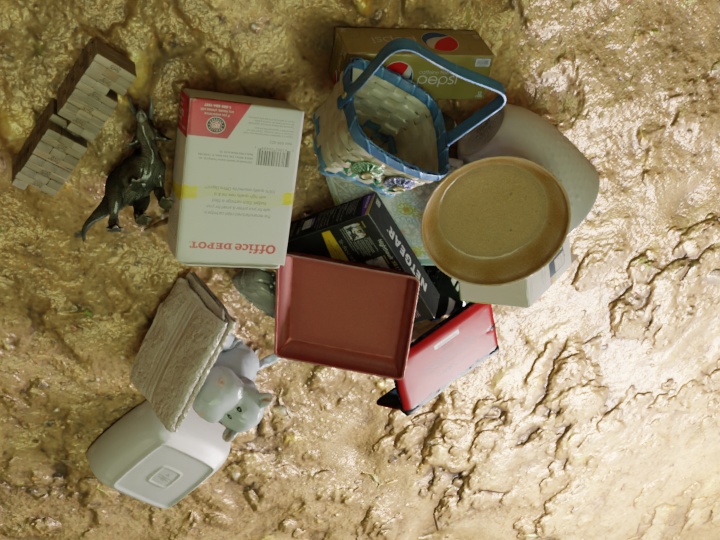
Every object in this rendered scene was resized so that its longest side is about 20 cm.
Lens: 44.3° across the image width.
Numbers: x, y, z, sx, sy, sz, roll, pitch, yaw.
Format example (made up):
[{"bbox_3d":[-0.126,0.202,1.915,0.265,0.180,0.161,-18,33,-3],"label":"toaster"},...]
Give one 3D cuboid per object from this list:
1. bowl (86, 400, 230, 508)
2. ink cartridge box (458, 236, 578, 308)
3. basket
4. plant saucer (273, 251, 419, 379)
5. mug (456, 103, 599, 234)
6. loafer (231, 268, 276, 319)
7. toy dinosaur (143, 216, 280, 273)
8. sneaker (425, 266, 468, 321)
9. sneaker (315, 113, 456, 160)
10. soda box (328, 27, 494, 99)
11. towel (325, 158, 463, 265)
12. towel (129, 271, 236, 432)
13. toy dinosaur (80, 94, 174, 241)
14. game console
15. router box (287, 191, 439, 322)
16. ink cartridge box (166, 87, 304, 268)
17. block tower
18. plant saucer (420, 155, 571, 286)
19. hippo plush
[{"bbox_3d":[-0.332,0.316,1.475,0.199,0.075,0.200,-39,131,14],"label":"bowl"},{"bbox_3d":[0.241,-0.019,1.326,0.199,0.116,0.068,-35,122,-48],"label":"ink cartridge box"},{"bbox_3d":[0.050,-0.179,1.034,0.174,0.141,0.200,15,141,-34],"label":"basket"},{"bbox_3d":[-0.022,0.059,1.252,0.196,0.037,0.202,9,130,4],"label":"plant saucer"},{"bbox_3d":[0.204,-0.130,1.240,0.175,0.149,0.199,37,128,-27],"label":"mug"},{"bbox_3d":[-0.112,0.044,1.330,0.069,0.071,0.200,-5,150,35],"label":"loafer"},{"bbox_3d":[-0.184,-0.061,1.193,0.197,0.060,0.108,25,91,-8],"label":"toy dinosaur"},{"bbox_3d":[0.114,0.010,1.370,0.110,0.074,0.202,-20,135,-5],"label":"sneaker"},{"bbox_3d":[0.036,-0.189,1.168,0.196,0.077,0.083,-13,126,-12],"label":"sneaker"},{"bbox_3d":[0.063,-0.261,1.115,0.196,0.068,0.065,-3,132,-18],"label":"soda box"},{"bbox_3d":[0.061,-0.082,1.241,0.196,0.049,0.173,1,133,18],"label":"towel"},{"bbox_3d":[-0.259,0.114,1.262,0.034,0.132,0.202,12,112,-49],"label":"towel"},{"bbox_3d":[-0.285,-0.108,1.109,0.076,0.103,0.201,16,129,-32],"label":"toy dinosaur"},{"bbox_3d":[0.113,0.131,1.426,0.198,0.118,0.174,-32,129,-21],"label":"game console"},{"bbox_3d":[0.000,0.000,1.263,0.155,0.053,0.201,-16,124,29],"label":"router box"},{"bbox_3d":[-0.160,-0.114,1.107,0.143,0.083,0.204,3,107,-23],"label":"ink cartridge box"},{"bbox_3d":[-0.341,-0.178,1.046,0.057,0.054,0.200,27,117,-36],"label":"block tower"},{"bbox_3d":[0.176,-0.070,1.165,0.196,0.036,0.203,0,126,0],"label":"plant saucer"},{"bbox_3d":[-0.214,0.184,1.339,0.159,0.162,0.199,-40,132,16],"label":"hippo plush"}]
